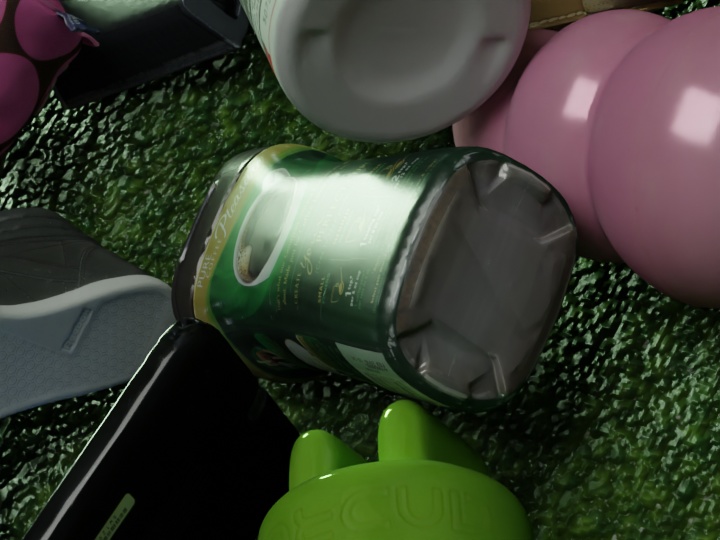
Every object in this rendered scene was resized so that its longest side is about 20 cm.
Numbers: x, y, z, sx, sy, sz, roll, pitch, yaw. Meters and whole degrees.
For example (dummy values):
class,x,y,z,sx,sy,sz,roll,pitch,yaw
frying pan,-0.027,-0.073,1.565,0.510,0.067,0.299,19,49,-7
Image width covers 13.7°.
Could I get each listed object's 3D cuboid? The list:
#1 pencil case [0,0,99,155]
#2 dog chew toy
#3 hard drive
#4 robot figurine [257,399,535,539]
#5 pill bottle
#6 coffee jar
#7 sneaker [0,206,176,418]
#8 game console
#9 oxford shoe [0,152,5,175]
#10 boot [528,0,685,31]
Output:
class,x,y,z,sx,sy,sz,roll,pitch,yaw
pencil case,-0.215,-0.061,1.426,0.200,0.094,0.091,-51,47,0
dog chew toy,0.119,-0.055,1.262,0.199,0.124,0.125,15,70,45
hard drive,-0.100,-0.187,1.508,0.134,0.042,0.201,-16,53,37
robot figurine,0.017,0.156,1.187,0.174,0.116,0.201,-19,54,21
pill bottle,-0.009,-0.155,1.300,0.114,0.114,0.200,-35,41,8
coffee jar,0.000,0.000,1.278,0.200,0.085,0.105,6,70,58
sneaker,-0.191,0.022,1.378,0.099,0.199,0.071,35,126,48
game console,-0.125,0.122,1.253,0.116,0.176,0.201,23,71,33
oxford shoe,-0.205,-0.063,1.503,0.070,0.075,0.201,23,87,1
boot,0.119,-0.149,1.277,0.199,0.155,0.073,-14,85,10
